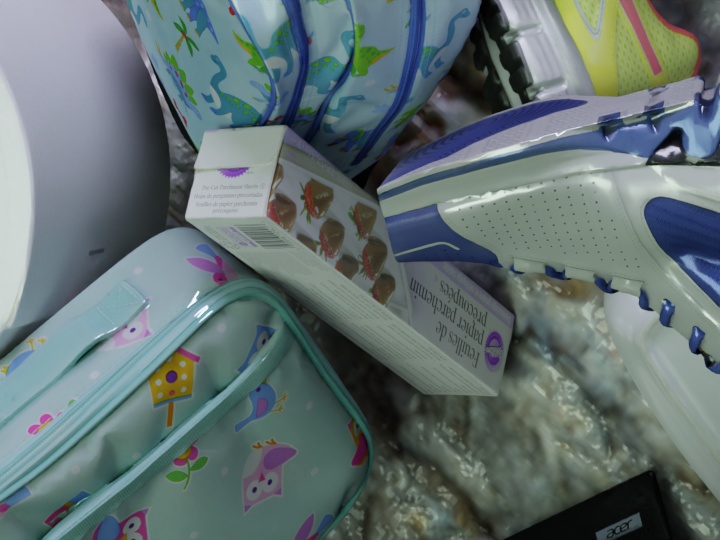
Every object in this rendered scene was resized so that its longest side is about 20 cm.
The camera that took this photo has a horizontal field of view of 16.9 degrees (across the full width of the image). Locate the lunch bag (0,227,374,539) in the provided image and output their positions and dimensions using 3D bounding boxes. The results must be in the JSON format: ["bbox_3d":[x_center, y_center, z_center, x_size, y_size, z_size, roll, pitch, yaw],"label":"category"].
[{"bbox_3d":[-0.098,0.089,0.969,0.077,0.200,0.161,38,165,40],"label":"lunch bag"}]

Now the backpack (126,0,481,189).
[{"bbox_3d":[-0.026,-0.119,0.938,0.200,0.153,0.164,-28,81,56],"label":"backpack"}]

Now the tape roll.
[{"bbox_3d":[-0.196,-0.039,1.007,0.201,0.139,0.204,2,97,19],"label":"tape roll"}]

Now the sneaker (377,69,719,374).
[{"bbox_3d":[0.109,-0.008,0.866,0.198,0.081,0.116,-12,102,17],"label":"sneaker"}]

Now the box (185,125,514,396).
[{"bbox_3d":[0.000,0.000,0.976,0.041,0.200,0.039,0,68,32],"label":"box"}]

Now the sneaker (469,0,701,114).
[{"bbox_3d":[0.075,-0.143,0.961,0.078,0.090,0.201,115,137,-74],"label":"sneaker"}]

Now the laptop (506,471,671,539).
[{"bbox_3d":[0.114,0.220,1.068,0.177,0.104,0.200,-30,114,34],"label":"laptop"}]

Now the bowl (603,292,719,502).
[{"bbox_3d":[0.198,0.032,0.932,0.200,0.075,0.200,-41,84,34],"label":"bowl"}]
